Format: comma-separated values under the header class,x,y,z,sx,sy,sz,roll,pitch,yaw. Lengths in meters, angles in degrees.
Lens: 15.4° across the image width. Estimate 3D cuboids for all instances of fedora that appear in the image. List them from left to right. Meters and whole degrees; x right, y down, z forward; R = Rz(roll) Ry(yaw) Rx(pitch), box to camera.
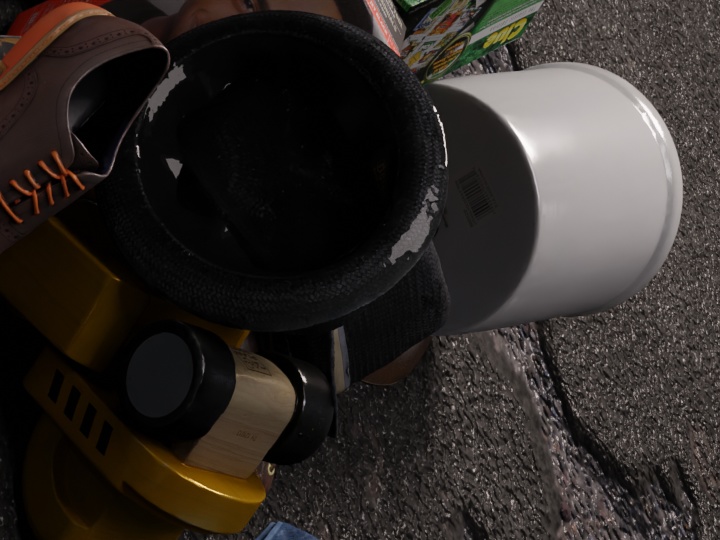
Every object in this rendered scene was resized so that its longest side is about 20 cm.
class,x,y,z,sx,sy,sz,roll,pitch,yaw
fedora,-0.043,-0.036,1.384,0.092,0.199,0.201,80,10,-55
fedora,0.000,0.000,1.549,0.201,0.091,0.202,169,-90,-86

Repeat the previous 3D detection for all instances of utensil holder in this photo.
class,x,y,z,sx,sy,sz,roll,pitch,yaw
utensil holder,0.090,-0.045,1.704,0.200,0.169,0.171,-11,82,-58

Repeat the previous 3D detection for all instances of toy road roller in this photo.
class,x,y,z,sx,sy,sz,roll,pitch,yaw
toy road roller,-0.128,0.067,1.394,0.200,0.146,0.123,43,12,34

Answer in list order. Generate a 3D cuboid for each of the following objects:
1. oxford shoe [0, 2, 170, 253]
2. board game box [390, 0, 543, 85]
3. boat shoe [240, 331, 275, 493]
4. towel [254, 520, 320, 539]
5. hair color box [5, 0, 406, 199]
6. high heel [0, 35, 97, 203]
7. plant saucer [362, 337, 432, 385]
class,x,y,z,sx,sy,sz,roll,pitch,yaw
oxford shoe,-0.173,-0.052,1.327,0.200,0.072,0.071,-54,133,-15
board game box,0.058,-0.153,1.577,0.023,0.105,0.200,43,40,15
boat shoe,-0.082,0.034,1.516,0.070,0.070,0.201,19,64,-47
towel,-0.049,0.199,1.431,0.200,0.111,0.049,-22,134,-62
hair color box,-0.086,-0.127,1.458,0.102,0.199,0.061,62,16,-20
high heel,-0.203,-0.077,1.373,0.200,0.071,0.143,49,34,-18
plant saucer,0.001,-0.025,1.738,0.200,0.032,0.201,37,43,-44
